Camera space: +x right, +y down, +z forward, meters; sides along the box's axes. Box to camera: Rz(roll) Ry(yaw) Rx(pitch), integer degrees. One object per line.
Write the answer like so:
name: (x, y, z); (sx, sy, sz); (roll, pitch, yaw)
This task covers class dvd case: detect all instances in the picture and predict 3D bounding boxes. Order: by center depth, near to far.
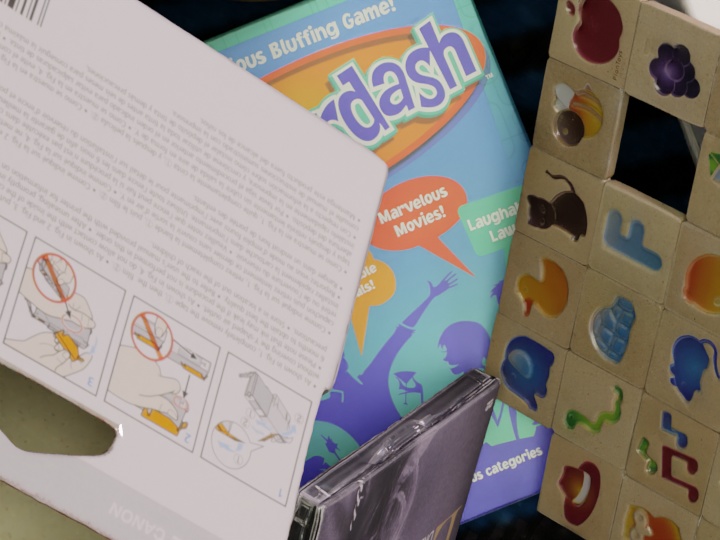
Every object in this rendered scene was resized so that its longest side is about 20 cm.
dvd case: (-0.009, 0.144, 1.008); (0.016, 0.149, 0.200); (23, 112, 18)

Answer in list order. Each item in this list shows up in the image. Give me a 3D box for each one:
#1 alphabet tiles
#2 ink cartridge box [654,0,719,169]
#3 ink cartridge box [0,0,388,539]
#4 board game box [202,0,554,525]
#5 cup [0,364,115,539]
alphabet tiles: (0.116, 0.019, 0.986); (0.167, 0.008, 0.200); (29, 123, 33)
ink cartridge box: (0.212, -0.081, 1.032); (0.200, 0.146, 0.147); (-20, 91, 1)
ink cartridge box: (-0.093, -0.006, 0.893); (0.200, 0.044, 0.174); (32, 55, -27)
board game box: (0.000, 0.000, 1.083); (0.152, 0.045, 0.200); (-23, 91, 0)
cup: (-0.100, 0.074, 0.998); (0.143, 0.200, 0.200); (-13, 91, 7)
